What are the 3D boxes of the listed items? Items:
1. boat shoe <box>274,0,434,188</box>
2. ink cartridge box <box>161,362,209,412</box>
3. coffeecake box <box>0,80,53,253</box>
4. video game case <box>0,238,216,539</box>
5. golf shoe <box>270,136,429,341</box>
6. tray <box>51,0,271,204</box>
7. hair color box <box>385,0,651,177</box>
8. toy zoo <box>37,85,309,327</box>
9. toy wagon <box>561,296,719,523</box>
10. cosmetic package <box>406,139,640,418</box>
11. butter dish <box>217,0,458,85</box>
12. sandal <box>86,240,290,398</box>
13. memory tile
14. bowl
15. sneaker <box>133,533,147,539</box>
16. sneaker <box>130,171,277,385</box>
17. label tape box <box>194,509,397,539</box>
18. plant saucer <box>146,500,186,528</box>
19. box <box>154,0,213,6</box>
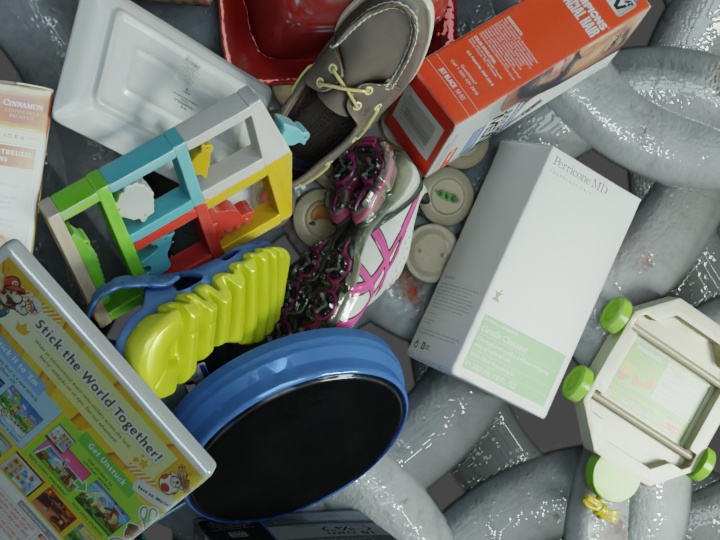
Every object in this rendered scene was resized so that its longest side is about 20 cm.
[{"bbox_3d":[-0.013,-0.133,1.074,0.072,0.200,0.060,37,43,-8],"label":"boat shoe"},{"bbox_3d":[-0.209,0.096,1.074,0.199,0.100,0.039,-15,68,-6],"label":"ink cartridge box"},{"bbox_3d":[-0.271,-0.032,1.036,0.073,0.153,0.201,7,91,-14],"label":"coffeecake box"},{"bbox_3d":[-0.225,0.110,0.949,0.182,0.023,0.200,-39,96,14],"label":"video game case"},{"bbox_3d":[0.000,0.000,1.136,0.092,0.072,0.201,36,74,-40],"label":"golf shoe"},{"bbox_3d":[-0.133,-0.123,1.047,0.200,0.022,0.108,27,68,-48],"label":"tray"},{"bbox_3d":[0.125,-0.164,1.154,0.200,0.111,0.064,-34,81,-18],"label":"hair color box"},{"bbox_3d":[-0.122,-0.051,1.035,0.199,0.020,0.132,-31,145,-14],"label":"toy zoo"},{"bbox_3d":[0.248,0.124,1.260,0.155,0.040,0.201,32,85,-15],"label":"toy wagon"},{"bbox_3d":[0.134,0.005,1.190,0.107,0.085,0.201,25,87,-26],"label":"cosmetic package"},{"bbox_3d":[-0.005,-0.251,1.104,0.199,0.148,0.201,-5,91,-16],"label":"butter dish"},{"bbox_3d":[-0.122,0.021,1.031,0.200,0.087,0.080,-25,129,-56],"label":"sandal"},{"bbox_3d":[0.004,-0.083,1.187,0.199,0.017,0.154,18,88,-17],"label":"memory tile"},{"bbox_3d":[-0.054,0.124,1.102,0.200,0.201,0.039,-19,55,-15],"label":"bowl"},{"bbox_3d":[-0.187,0.226,1.071,0.083,0.201,0.121,-11,52,-21],"label":"sneaker"},{"bbox_3d":[-0.145,0.001,1.118,0.099,0.071,0.201,-31,105,-18],"label":"sneaker"},{"bbox_3d":[-0.039,0.237,1.096,0.143,0.200,0.064,-1,94,-17],"label":"label tape box"},{"bbox_3d":[-0.169,0.164,1.149,0.199,0.019,0.070,-31,101,-14],"label":"plant saucer"},{"bbox_3d":[-0.201,-0.261,1.042,0.199,0.128,0.110,5,93,-5],"label":"box"}]
